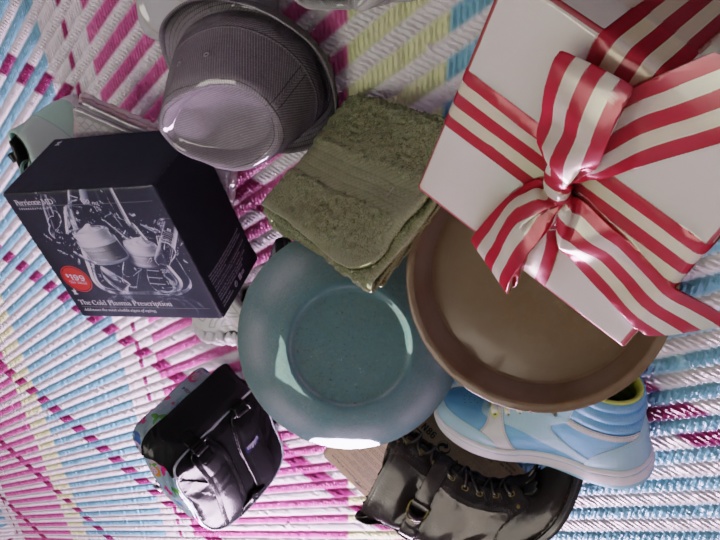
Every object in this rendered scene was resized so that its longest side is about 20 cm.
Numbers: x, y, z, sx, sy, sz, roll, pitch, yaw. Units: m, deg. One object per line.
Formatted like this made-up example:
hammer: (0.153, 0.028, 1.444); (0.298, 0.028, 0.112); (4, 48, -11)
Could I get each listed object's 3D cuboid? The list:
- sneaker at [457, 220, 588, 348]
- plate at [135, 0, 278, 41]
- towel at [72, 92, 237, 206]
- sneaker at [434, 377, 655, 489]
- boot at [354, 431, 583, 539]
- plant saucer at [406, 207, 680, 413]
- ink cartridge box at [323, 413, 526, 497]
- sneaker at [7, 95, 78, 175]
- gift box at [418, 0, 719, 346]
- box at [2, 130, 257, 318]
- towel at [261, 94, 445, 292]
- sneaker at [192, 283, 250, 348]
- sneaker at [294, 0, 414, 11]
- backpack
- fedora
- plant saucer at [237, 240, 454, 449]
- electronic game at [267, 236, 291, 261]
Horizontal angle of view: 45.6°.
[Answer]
sneaker: (0.133, -0.017, 0.680); (0.200, 0.077, 0.085); (41, 129, 7)
plate: (-0.158, -0.279, 0.800); (0.199, 0.032, 0.200); (29, 139, 27)
towel: (-0.243, -0.091, 0.993); (0.200, 0.032, 0.191); (23, 138, 3)
sneaker: (0.155, 0.105, 0.743); (0.199, 0.080, 0.131); (9, 129, 24)
boot: (0.103, 0.202, 0.814); (0.174, 0.069, 0.200); (34, 101, 12)
plant saucer: (0.133, 0.007, 0.643); (0.199, 0.029, 0.201); (3, 99, 18)
ink cartridge box: (0.070, 0.218, 0.941); (0.200, 0.075, 0.165); (42, 144, 11)
sneaker: (-0.362, -0.110, 1.088); (0.074, 0.118, 0.201); (-19, 107, 50)
gift box: (0.166, -0.082, 0.490); (0.200, 0.187, 0.185); (37, 142, 20)
box: (-0.246, -0.047, 0.937); (0.199, 0.104, 0.182); (-1, 131, 25)
towel: (0.002, -0.072, 0.685); (0.036, 0.149, 0.200); (39, 177, -34)
sneaker: (-0.142, 0.050, 1.017); (0.200, 0.075, 0.081); (10, 112, 53)
sneaker: (-0.048, -0.241, 0.661); (0.200, 0.081, 0.075); (19, 135, 29)
backpack: (-0.200, 0.245, 1.171); (0.150, 0.178, 0.200); (21, 144, 39)
fedora: (-0.119, -0.152, 0.777); (0.200, 0.090, 0.177); (1, 137, 35)
plant saucer: (-0.009, 0.062, 0.739); (0.201, 0.201, 0.039); (56, -177, -7)
electronic game: (-0.049, 0.060, 0.879); (0.200, 0.042, 0.201); (-20, -90, -89)
